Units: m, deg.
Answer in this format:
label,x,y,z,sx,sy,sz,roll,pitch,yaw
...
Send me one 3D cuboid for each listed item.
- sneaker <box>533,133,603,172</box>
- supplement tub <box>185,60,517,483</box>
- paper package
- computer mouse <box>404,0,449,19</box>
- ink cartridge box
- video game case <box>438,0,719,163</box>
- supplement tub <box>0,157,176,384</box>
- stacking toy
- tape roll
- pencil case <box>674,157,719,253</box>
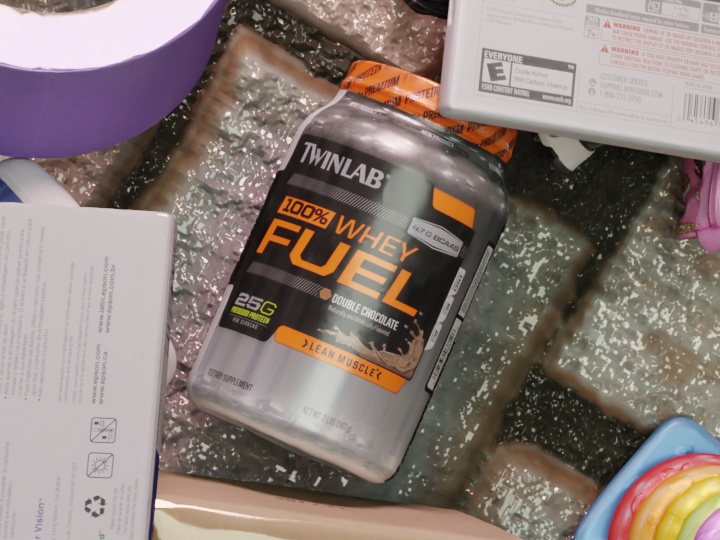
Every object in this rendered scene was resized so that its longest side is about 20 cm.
label,x,y,z,sx,sy,sz,roll,pitch,yaw
sneaker,0.105,-0.153,1.580,0.090,0.066,0.200,-21,110,18
supplement tub,0.000,0.000,1.555,0.122,0.123,0.200,24,84,-11
paper package,-0.032,0.165,1.511,0.200,0.191,0.104,8,91,-10
computer mouse,-0.007,-0.184,1.606,0.200,0.034,0.059,24,83,-18
ink cartridge box,-0.192,0.064,1.398,0.200,0.043,0.196,4,74,3
video game case,0.145,-0.153,1.543,0.200,0.023,0.182,9,80,-15
supplement tub,-0.209,0.053,1.497,0.200,0.145,0.145,-37,97,-10
stacking toy,0.200,0.152,1.558,0.116,0.200,0.110,41,81,-10
tape roll,-0.163,-0.162,1.499,0.200,0.085,0.200,6,60,-11
pencil case,0.205,-0.112,1.621,0.086,0.083,0.200,-5,92,-16
